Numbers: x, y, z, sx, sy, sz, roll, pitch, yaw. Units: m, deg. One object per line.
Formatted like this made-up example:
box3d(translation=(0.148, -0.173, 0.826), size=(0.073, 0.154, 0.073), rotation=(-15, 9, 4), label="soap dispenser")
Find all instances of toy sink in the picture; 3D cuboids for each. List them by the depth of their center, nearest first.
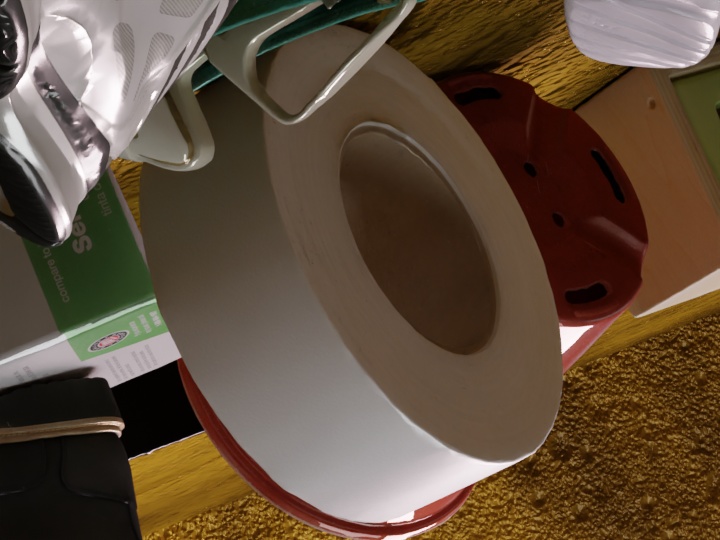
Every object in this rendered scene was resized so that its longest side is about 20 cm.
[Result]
box3d(translation=(0.241, -0.070, 1.383), size=(0.200, 0.131, 0.112), rotation=(-16, 168, -37), label="toy sink")

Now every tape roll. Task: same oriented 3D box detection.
box3d(translation=(0.000, 0.000, 0.944), size=(0.071, 0.203, 0.202), rotation=(-29, 170, 30), label="tape roll")

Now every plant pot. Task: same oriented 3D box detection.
box3d(translation=(0.036, 0.009, 1.178), size=(0.200, 0.201, 0.195), rotation=(-15, 160, -43), label="plant pot")

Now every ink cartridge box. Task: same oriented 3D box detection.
box3d(translation=(-0.186, 0.027, 0.985), size=(0.199, 0.088, 0.145), rotation=(-24, 170, -5), label="ink cartridge box")

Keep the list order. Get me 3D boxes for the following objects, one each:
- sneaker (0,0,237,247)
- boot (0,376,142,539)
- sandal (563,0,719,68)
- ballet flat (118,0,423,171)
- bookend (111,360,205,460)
box3d(translation=(-0.085, -0.100, 0.628), size=(0.115, 0.076, 0.201), rotation=(-53, 164, -20), label="sneaker")
box3d(translation=(-0.164, 0.128, 0.921), size=(0.199, 0.139, 0.077), rotation=(-14, 166, -35), label="boot")
box3d(translation=(0.105, -0.140, 0.840), size=(0.079, 0.059, 0.207), rotation=(5, 161, 4), label="sandal")
box3d(translation=(-0.053, -0.075, 0.779), size=(0.200, 0.071, 0.067), rotation=(-26, 171, 19), label="ballet flat")
box3d(translation=(-0.208, 0.103, 1.356), size=(0.198, 0.092, 0.200), rotation=(-19, 171, -30), label="bookend")
